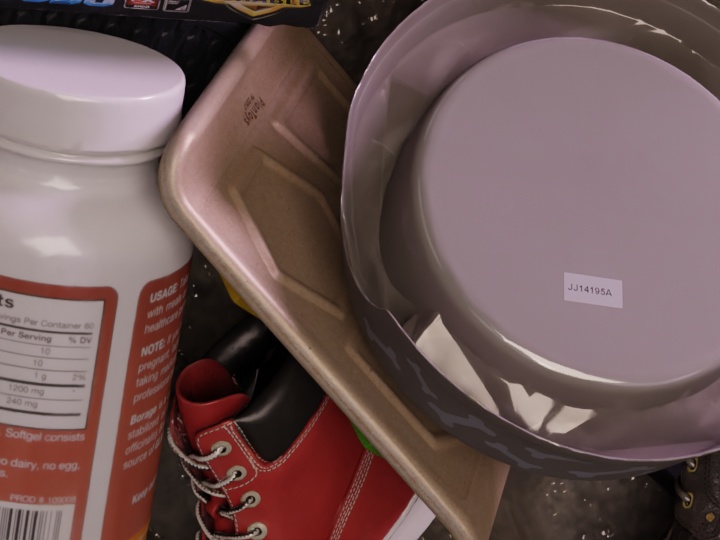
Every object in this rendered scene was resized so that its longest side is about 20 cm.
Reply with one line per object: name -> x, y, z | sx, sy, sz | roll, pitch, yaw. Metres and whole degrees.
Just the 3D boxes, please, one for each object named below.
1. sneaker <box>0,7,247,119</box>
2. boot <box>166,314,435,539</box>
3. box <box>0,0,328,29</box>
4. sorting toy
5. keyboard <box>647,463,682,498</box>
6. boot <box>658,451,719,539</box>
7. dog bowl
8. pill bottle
sneaker -> -0.136, -0.106, 0.919 | 0.199, 0.079, 0.066 | 3, 127, -31
boot -> -0.056, 0.115, 0.922 | 0.201, 0.072, 0.144 | -58, 139, -9
box -> -0.110, -0.192, 0.878 | 0.197, 0.050, 0.202 | 3, 64, -12
sorting toy -> 0.000, 0.000, 0.915 | 0.036, 0.185, 0.201 | -30, 106, 25
keyboard -> 0.201, 0.135, 1.044 | 0.200, 0.021, 0.127 | 40, 85, -13
boot -> 0.137, 0.056, 0.990 | 0.200, 0.069, 0.175 | -38, 80, 1
dog bowl -> 0.083, -0.014, 0.857 | 0.198, 0.059, 0.202 | 6, 64, -11
pill bottle -> -0.123, 0.015, 0.883 | 0.111, 0.112, 0.202 | 6, 111, -14
